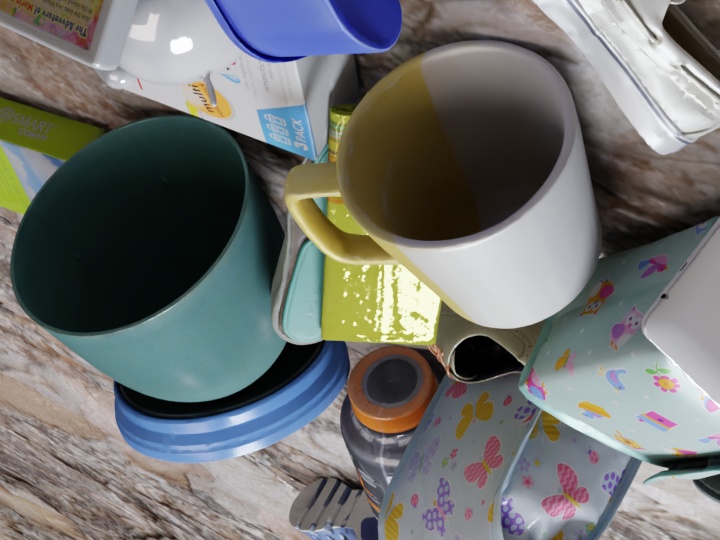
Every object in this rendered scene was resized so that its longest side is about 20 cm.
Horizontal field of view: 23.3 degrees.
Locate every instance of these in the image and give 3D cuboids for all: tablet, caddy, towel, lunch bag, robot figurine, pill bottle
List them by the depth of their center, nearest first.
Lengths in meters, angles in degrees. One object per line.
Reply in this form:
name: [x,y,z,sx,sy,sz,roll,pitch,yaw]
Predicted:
caddy: [-0.040,-0.202,0.930,0.105,0.141,0.200,5,143,34]
robot figurine: [-0.130,-0.189,1.038,0.200,0.113,0.170,47,131,20]
tablet: [0.268,0.046,1.046,0.200,0.130,0.014,42,171,-20]
lunch bag: [0.233,0.073,1.140,0.200,0.122,0.170,34,154,-22]
towel: [0.018,-0.029,1.198,0.086,0.018,0.200,4,130,0]
lunch bag: [0.114,0.162,1.329,0.127,0.200,0.170,41,152,-18]
pill bottle: [0.043,0.146,1.485,0.106,0.106,0.200,18,150,25]

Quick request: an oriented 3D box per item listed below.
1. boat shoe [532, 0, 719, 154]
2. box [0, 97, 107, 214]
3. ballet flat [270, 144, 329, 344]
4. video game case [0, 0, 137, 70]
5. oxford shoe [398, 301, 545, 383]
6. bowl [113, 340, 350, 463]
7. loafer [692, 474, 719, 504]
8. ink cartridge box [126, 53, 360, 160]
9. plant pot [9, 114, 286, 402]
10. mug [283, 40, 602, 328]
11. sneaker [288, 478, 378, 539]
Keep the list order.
boat shoe: [0.141,-0.148,0.926,0.070,0.071,0.200,-26,118,29]
box: [-0.271,-0.087,1.480,0.200,0.048,0.122,19,152,24]
ballet flat: [-0.025,-0.040,1.245,0.067,0.064,0.200,10,120,-15]
video game case: [-0.184,-0.229,0.987,0.200,0.182,0.024,26,-166,33]
oxford shoe: [0.070,0.044,1.313,0.071,0.074,0.200,46,151,-26]
bowl: [-0.109,0.083,1.442,0.200,0.201,0.039,9,127,38]
loafer: [0.330,0.156,1.241,0.200,0.072,0.063,-2,144,46]
ink cartridge box: [-0.107,-0.160,1.154,0.200,0.068,0.115,22,152,20]
plant pot: [-0.140,0.008,1.345,0.200,0.201,0.161,12,152,35]
mug: [0.069,-0.047,1.103,0.187,0.149,0.153,29,166,35]
sneaker: [0.028,0.274,1.770,0.199,0.081,0.115,8,150,51]
